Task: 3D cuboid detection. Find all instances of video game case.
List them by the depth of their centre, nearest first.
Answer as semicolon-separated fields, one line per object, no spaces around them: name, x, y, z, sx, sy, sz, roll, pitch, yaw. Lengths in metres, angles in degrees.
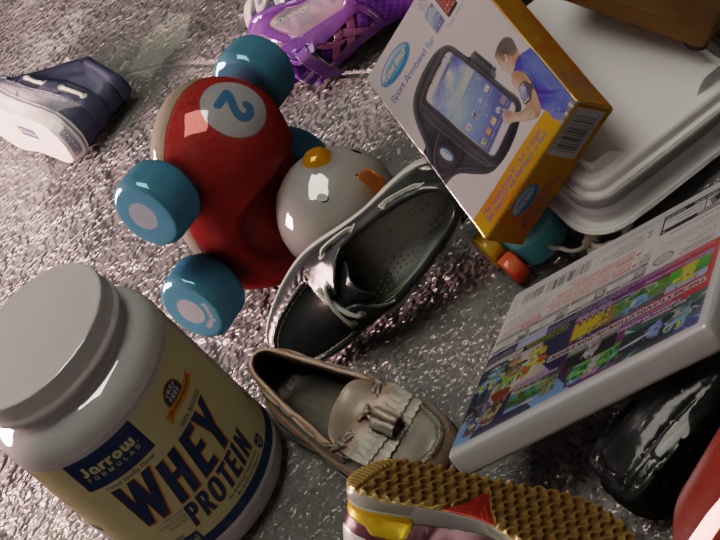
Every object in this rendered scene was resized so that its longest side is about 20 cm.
video game case;0.155;0.031;1.320;0.199;0.023;0.183;-30;19;33

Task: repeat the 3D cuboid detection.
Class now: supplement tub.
supplement tub;-0.164;0.103;1.485;0.144;0.200;0.146;-27;38;23

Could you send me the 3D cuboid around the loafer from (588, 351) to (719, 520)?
loafer;0.212;0.056;1.257;0.201;0.068;0.070;-48;43;1

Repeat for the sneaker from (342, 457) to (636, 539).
sneaker;0.081;0.179;1.276;0.198;0.091;0.075;15;27;29

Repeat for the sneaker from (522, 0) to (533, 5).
sneaker;0.152;-0.262;1.655;0.115;0.076;0.201;-16;42;31

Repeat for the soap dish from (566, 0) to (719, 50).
soap dish;0.216;-0.240;1.469;0.156;0.082;0.200;22;42;21

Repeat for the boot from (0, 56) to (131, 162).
boot;-0.298;-0.165;2.038;0.090;0.073;0.199;-47;41;-17

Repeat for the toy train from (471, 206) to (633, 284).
toy train;0.137;-0.087;1.500;0.149;0.056;0.201;-22;40;30

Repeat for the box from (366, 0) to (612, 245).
box;0.078;-0.128;1.452;0.200;0.041;0.120;54;124;35

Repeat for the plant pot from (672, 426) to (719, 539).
plant pot;0.257;0.095;1.027;0.202;0.199;0.196;-87;19;-45

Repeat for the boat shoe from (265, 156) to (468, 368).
boat shoe;0.000;0.000;1.505;0.200;0.075;0.060;-51;8;20

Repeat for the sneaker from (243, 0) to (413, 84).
sneaker;-0.024;-0.201;1.778;0.199;0.080;0.089;-17;49;41

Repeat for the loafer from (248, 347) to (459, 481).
loafer;-0.011;0.099;1.451;0.199;0.063;0.072;17;67;53

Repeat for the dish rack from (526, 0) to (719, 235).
dish rack;0.164;-0.131;1.464;0.171;0.044;0.200;-38;49;-7

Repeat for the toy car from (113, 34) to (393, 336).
toy car;-0.043;-0.061;1.579;0.198;0.178;0.185;4;44;33
